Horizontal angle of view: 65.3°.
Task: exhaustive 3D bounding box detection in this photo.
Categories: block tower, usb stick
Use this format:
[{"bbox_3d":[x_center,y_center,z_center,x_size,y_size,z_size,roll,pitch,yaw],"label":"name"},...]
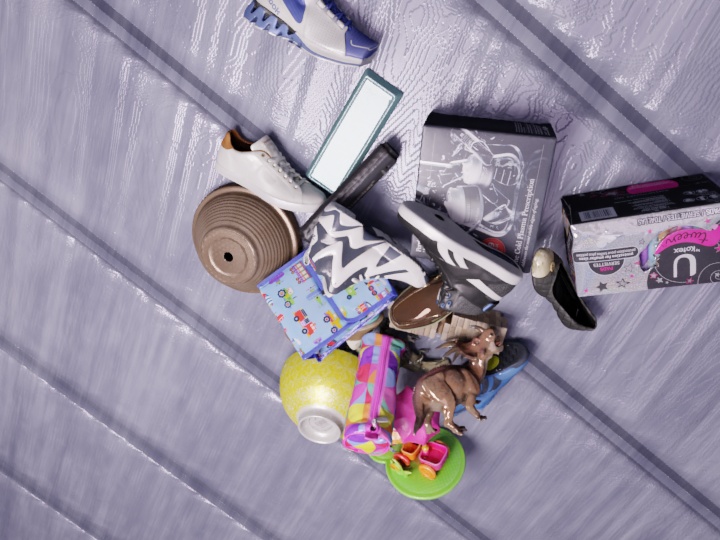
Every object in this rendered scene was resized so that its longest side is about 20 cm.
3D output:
[{"bbox_3d":[0.144,0.084,0.956,0.198,0.054,0.058,15,116,7],"label":"block tower"},{"bbox_3d":[-0.019,-0.118,0.882,0.200,0.055,0.033,-45,68,13],"label":"usb stick"}]

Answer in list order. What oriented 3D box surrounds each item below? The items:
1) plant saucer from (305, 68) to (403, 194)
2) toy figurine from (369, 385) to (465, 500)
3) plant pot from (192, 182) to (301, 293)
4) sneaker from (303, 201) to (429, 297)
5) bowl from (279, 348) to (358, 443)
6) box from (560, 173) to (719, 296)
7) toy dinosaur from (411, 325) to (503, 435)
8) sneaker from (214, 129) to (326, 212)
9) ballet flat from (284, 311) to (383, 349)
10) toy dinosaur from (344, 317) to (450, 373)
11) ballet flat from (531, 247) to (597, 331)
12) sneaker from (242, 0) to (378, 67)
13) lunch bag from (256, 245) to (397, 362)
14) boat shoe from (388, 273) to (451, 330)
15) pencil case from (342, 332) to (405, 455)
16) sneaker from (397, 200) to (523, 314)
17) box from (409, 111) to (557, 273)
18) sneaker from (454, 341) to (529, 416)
[{"bbox_3d":[-0.015,-0.209,0.880,0.070,0.019,0.201,33,116,-3],"label":"plant saucer"},{"bbox_3d":[0.081,0.277,0.994,0.198,0.150,0.185,15,136,34],"label":"toy figurine"},{"bbox_3d":[-0.207,-0.041,0.962,0.198,0.093,0.203,5,115,10],"label":"plant pot"},{"bbox_3d":[0.000,0.000,0.869,0.198,0.080,0.130,31,103,-22],"label":"sneaker"},{"bbox_3d":[-0.063,0.248,1.028,0.198,0.108,0.202,6,129,7],"label":"bowl"},{"bbox_3d":[0.396,-0.047,0.791,0.198,0.132,0.116,-9,112,17],"label":"box"},{"bbox_3d":[0.138,0.178,0.892,0.198,0.086,0.137,-23,94,-23],"label":"toy dinosaur"},{"bbox_3d":[-0.139,-0.161,0.899,0.198,0.073,0.085,25,122,2],"label":"sneaker"},{"bbox_3d":[-0.042,0.111,1.010,0.198,0.068,0.073,-11,121,20],"label":"ballet flat"},{"bbox_3d":[0.066,0.139,1.007,0.198,0.048,0.089,13,123,11],"label":"toy dinosaur"},{"bbox_3d":[0.309,0.028,0.851,0.057,0.067,0.200,17,161,47],"label":"ballet flat"},{"bbox_3d":[-0.063,-0.370,0.782,0.198,0.081,0.116,25,120,3],"label":"sneaker"},{"bbox_3d":[-0.044,0.031,0.937,0.199,0.094,0.151,-38,74,5],"label":"lunch bag"},{"bbox_3d":[0.135,0.032,0.890,0.201,0.075,0.075,-28,77,1],"label":"boat shoe"},{"bbox_3d":[0.025,0.197,0.908,0.087,0.201,0.089,5,139,5],"label":"pencil case"},{"bbox_3d":[0.118,-0.004,0.796,0.199,0.073,0.112,32,118,-4],"label":"sneaker"},{"bbox_3d":[0.174,-0.116,0.828,0.180,0.104,0.202,8,116,11],"label":"box"},{"bbox_3d":[0.220,0.195,0.989,0.199,0.066,0.078,-37,115,25],"label":"sneaker"}]
